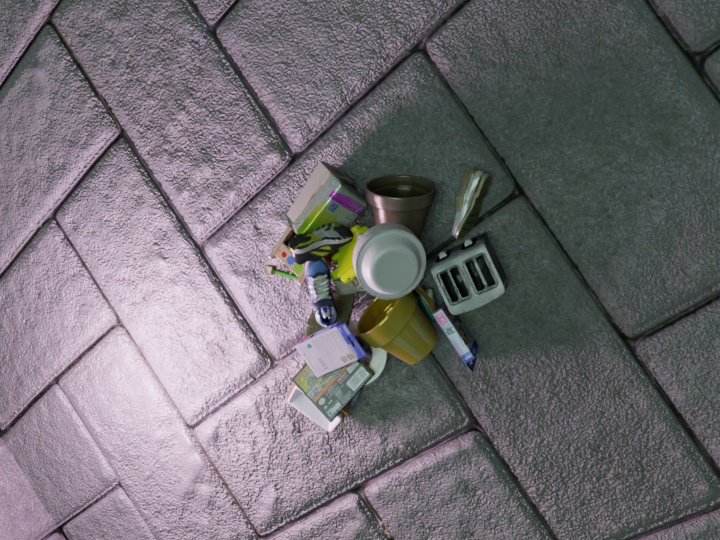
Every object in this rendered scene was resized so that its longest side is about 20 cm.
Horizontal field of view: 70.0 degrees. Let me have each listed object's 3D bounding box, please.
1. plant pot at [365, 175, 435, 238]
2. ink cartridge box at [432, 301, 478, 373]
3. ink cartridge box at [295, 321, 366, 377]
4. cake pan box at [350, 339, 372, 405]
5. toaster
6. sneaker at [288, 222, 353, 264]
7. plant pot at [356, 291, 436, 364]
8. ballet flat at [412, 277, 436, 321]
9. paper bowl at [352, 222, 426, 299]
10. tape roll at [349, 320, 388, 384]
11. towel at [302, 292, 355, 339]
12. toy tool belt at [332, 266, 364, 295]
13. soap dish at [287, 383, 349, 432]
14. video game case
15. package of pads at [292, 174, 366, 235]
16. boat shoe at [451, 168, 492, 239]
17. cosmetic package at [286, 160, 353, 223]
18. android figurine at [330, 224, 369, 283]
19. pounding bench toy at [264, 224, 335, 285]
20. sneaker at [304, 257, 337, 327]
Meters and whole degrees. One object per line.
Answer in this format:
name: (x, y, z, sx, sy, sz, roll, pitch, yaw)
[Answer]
plant pot: (0.113, -0.161, 1.482, 0.196, 0.200, 0.177, 8, 120, 18)
ink cartridge box: (0.289, 0.189, 1.505, 0.042, 0.119, 0.202, -33, 87, 20)
ink cartridge box: (-0.083, 0.227, 1.508, 0.198, 0.042, 0.120, -27, 103, 32)
cake pan box: (-0.060, 0.313, 1.691, 0.181, 0.052, 0.203, 24, 107, 12)
toaster: (0.310, 0.019, 1.467, 0.179, 0.118, 0.203, -25, 91, 23)
sneaker: (-0.115, -0.076, 1.491, 0.085, 0.196, 0.075, 98, 152, -49)
plant pot: (0.120, 0.169, 1.528, 0.188, 0.202, 0.200, 41, 112, -15)
ballet flat: (0.183, 0.058, 1.552, 0.063, 0.069, 0.201, -38, 88, -8)
paper bowl: (0.081, -0.019, 1.388, 0.196, 0.105, 0.205, -3, 113, -7)
tape roll: (-0.010, 0.261, 1.618, 0.198, 0.037, 0.208, -1, 83, 10)
towel: (-0.095, 0.151, 1.615, 0.145, 0.203, 0.037, -3, 140, 22)
toy tool belt: (0.000, 0.000, 1.569, 0.198, 0.124, 0.126, -14, 89, 41)
soap dish: (-0.135, 0.427, 1.684, 0.198, 0.082, 0.158, 35, 141, 4)
video game case: (-0.085, 0.328, 1.589, 0.181, 0.025, 0.200, 43, 90, 13)
package of pads: (-0.088, -0.167, 1.530, 0.201, 0.154, 0.068, -48, 56, 12)
boat shoe: (0.303, -0.189, 1.462, 0.068, 0.074, 0.203, 34, 112, 31)
cosmetic package: (-0.124, -0.219, 1.578, 0.087, 0.103, 0.201, 48, 114, 28)
android figurine: (-0.018, -0.052, 1.509, 0.041, 0.185, 0.199, 28, 137, -30)
pounding bench toy: (-0.198, -0.022, 1.638, 0.156, 0.124, 0.201, 41, 111, 8)
sneaker: (-0.110, 0.071, 1.529, 0.079, 0.147, 0.203, -11, 125, -14)
